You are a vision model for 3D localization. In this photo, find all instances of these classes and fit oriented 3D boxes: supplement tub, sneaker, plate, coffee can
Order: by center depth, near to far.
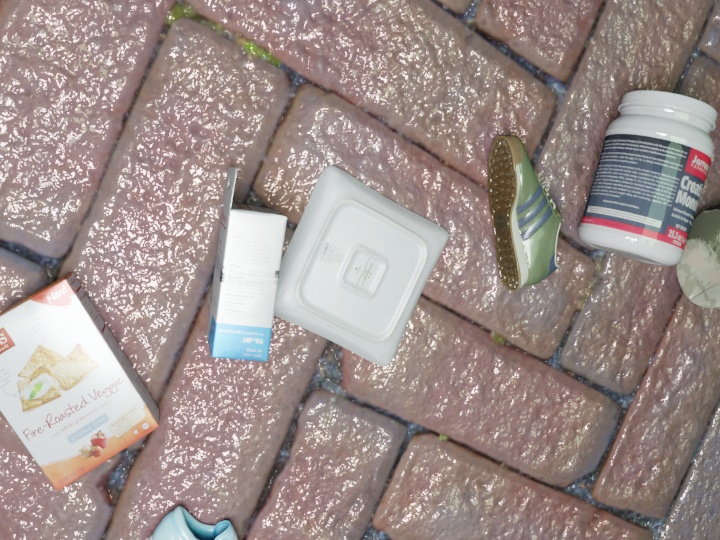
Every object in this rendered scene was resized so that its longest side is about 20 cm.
[{"bbox_3d":[-0.170,0.367,0.828,0.198,0.074,0.083,36,91,-19],"label":"sneaker"},{"bbox_3d":[0.000,0.000,0.844,0.197,0.032,0.203,26,91,-18],"label":"plate"},{"bbox_3d":[0.383,-0.120,0.881,0.137,0.140,0.206,14,95,-17],"label":"supplement tub"},{"bbox_3d":[0.226,-0.081,0.885,0.088,0.067,0.206,-11,102,-22],"label":"sneaker"},{"bbox_3d":[0.589,-0.003,0.955,0.195,0.146,0.151,10,96,-17],"label":"coffee can"}]

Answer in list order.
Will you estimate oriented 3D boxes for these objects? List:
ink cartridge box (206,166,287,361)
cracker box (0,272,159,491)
[{"bbox_3d":[-0.131,-0.012,0.759,0.066,0.116,0.206,6,97,-17],"label":"ink cartridge box"},{"bbox_3d":[-0.337,0.125,0.751,0.132,0.058,0.203,-31,105,-10],"label":"cracker box"}]
